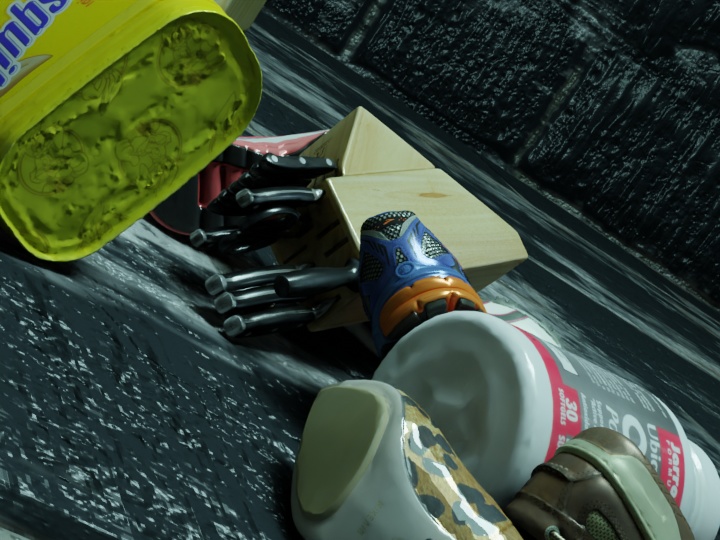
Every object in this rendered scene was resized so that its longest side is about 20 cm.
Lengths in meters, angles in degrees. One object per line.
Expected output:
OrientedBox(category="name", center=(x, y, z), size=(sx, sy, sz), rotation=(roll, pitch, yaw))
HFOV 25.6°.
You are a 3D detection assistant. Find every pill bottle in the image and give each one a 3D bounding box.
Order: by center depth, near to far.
OrientedBox(category="pill bottle", center=(0.099, 0.100, 0.802), size=(0.199, 0.111, 0.111), rotation=(25, 14, -44))

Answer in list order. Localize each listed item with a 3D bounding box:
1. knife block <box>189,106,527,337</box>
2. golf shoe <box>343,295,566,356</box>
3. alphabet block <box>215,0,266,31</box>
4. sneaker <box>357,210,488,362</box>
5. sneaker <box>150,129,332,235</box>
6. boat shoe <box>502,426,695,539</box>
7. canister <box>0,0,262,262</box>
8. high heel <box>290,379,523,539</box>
OrientedBox(category="knife block", center=(0.000, 0.000, 0.927), size=(0.199, 0.064, 0.176), rotation=(37, 42, -22))
OrientedBox(category="golf shoe", center=(0.051, 0.049, 1.046), size=(0.199, 0.078, 0.088), rotation=(29, 25, -1))
OrientedBox(category="alphabet block", center=(-0.203, -0.479, 2.248), size=(0.195, 0.201, 0.196), rotation=(37, 10, 7))
OrientedBox(category="sneaker", center=(0.038, 0.026, 0.869), size=(0.200, 0.075, 0.079), rotation=(79, -9, -66))
OrientedBox(category="sneaker", center=(-0.051, -0.063, 1.032), size=(0.198, 0.075, 0.087), rotation=(2, 10, -20))
OrientedBox(category="boat shoe", center=(0.129, 0.172, 0.686), size=(0.203, 0.075, 0.075), rotation=(56, -24, 5))
OrientedBox(category="canister", center=(-0.163, -0.112, 0.821), size=(0.200, 0.148, 0.087), rotation=(41, -14, 42))
OrientedBox(category="high heel", center=(0.044, 0.125, 0.670), size=(0.142, 0.071, 0.200), rotation=(41, 5, -27))
